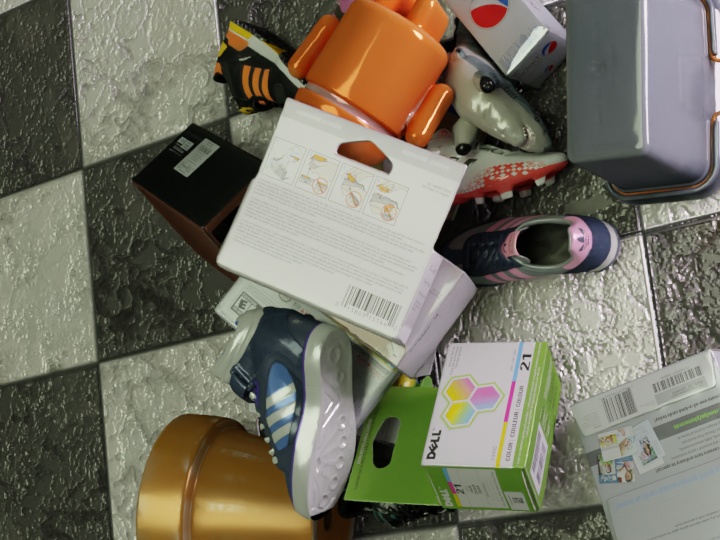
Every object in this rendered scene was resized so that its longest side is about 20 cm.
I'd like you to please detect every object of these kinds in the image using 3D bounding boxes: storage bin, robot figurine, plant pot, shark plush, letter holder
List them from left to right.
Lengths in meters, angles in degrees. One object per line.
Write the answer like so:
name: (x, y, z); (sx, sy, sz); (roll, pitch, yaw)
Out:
letter holder: (-0.144, -0.061, 1.614); (0.101, 0.142, 0.200); (-44, 34, -10)
plant pot: (-0.111, 0.258, 1.528); (0.182, 0.200, 0.202); (2, 86, 20)
robot figurine: (0.011, -0.187, 1.430); (0.201, 0.143, 0.117); (-58, 19, 1)
shark plush: (0.125, -0.184, 1.458); (0.200, 0.083, 0.091); (-117, 34, -53)
storage bin: (0.262, -0.170, 1.324); (0.145, 0.134, 0.202); (-4, 84, 36)

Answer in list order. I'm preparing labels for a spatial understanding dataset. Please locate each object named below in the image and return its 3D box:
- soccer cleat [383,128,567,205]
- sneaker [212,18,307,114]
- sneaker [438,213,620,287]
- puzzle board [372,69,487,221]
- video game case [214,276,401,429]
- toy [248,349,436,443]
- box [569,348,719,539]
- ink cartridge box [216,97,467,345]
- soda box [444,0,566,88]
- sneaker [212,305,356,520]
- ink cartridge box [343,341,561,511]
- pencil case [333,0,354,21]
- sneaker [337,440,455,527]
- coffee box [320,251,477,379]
soccer cleat: (0.110, -0.106, 1.455); (0.199, 0.069, 0.086); (-12, 89, 28)
sneaker: (-0.098, -0.205, 1.631); (0.200, 0.070, 0.090); (44, 114, 39)
sneaker: (0.149, -0.024, 1.421); (0.199, 0.082, 0.071); (-10, 80, 35)
puzzle board: (0.051, -0.159, 1.549); (0.199, 0.017, 0.152); (28, 100, 34)
video game case: (-0.023, 0.030, 1.481); (0.200, 0.023, 0.182); (38, 90, 20)
toy: (-0.014, 0.117, 1.544); (0.199, 0.047, 0.116); (8, 76, 30)
box: (0.293, 0.193, 1.321); (0.155, 0.041, 0.201); (-27, 69, 31)
ink cartridge box: (-0.015, -0.047, 1.373); (0.199, 0.045, 0.177); (23, 86, 18)
soda box: (0.130, -0.280, 1.471); (0.064, 0.068, 0.200); (-46, 62, 22)
sneaker: (-0.083, 0.136, 1.439); (0.146, 0.080, 0.202); (11, 102, 36)
ink cartridge box: (0.082, 0.149, 1.391); (0.199, 0.076, 0.148); (-1, 49, 21)
pencil case: (0.009, -0.225, 1.527); (0.086, 0.082, 0.201); (14, 92, 46)
sneaker: (0.061, 0.226, 1.453); (0.199, 0.076, 0.080); (-1, 48, 40)
coffee box: (0.000, 0.000, 1.426); (0.200, 0.080, 0.115); (37, 88, 20)
